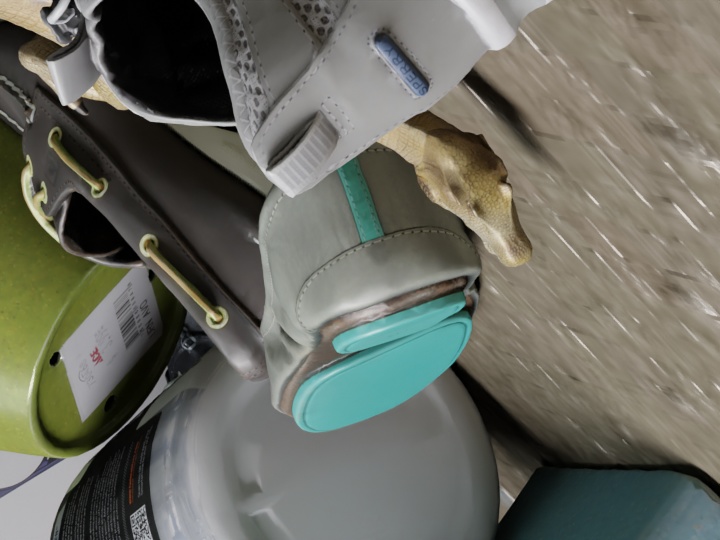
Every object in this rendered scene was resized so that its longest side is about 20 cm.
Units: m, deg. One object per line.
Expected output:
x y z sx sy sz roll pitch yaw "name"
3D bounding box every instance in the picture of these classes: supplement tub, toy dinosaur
-0.041 0.098 1.045 0.122 0.123 0.200 43 151 -4 "supplement tub"
-0.049 -0.058 0.690 0.199 0.059 0.101 17 -173 -14 "toy dinosaur"

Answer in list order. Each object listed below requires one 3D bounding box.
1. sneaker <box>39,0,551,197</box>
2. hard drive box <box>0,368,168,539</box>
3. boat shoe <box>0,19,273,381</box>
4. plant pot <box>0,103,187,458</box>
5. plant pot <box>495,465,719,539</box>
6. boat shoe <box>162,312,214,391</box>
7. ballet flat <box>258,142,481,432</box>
-0.046 -0.074 0.603 0.075 0.082 0.200 49 168 -34 "sneaker"
-0.106 0.070 1.231 0.200 0.156 0.077 42 169 -4 "hard drive box"
-0.079 -0.030 0.976 0.201 0.061 0.072 33 167 41 "boat shoe"
-0.169 -0.016 1.096 0.199 0.188 0.187 28 165 25 "plant pot"
0.085 0.203 0.932 0.196 0.200 0.196 43 171 -6 "plant pot"
-0.049 0.046 1.158 0.200 0.068 0.072 42 170 -2 "boat shoe"
0.000 0.000 0.846 0.200 0.067 0.064 107 142 -78 "ballet flat"
